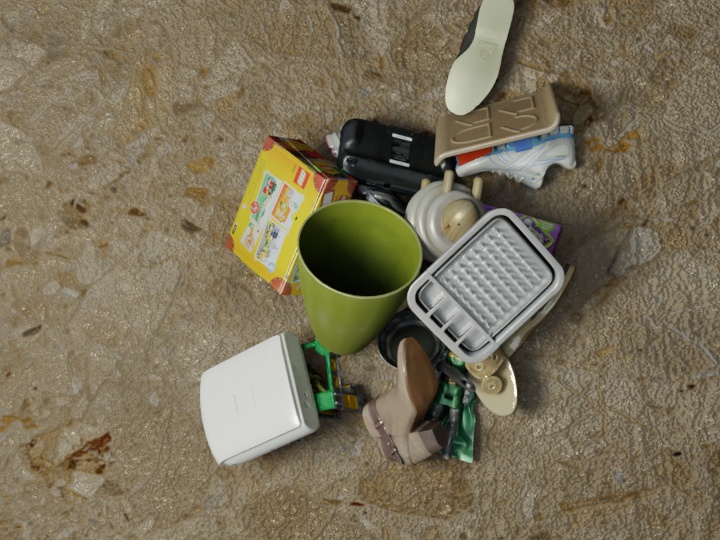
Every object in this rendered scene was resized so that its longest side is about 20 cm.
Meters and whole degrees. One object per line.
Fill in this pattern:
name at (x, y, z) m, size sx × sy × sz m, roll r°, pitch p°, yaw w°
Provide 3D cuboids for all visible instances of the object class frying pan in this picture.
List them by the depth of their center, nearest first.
frying pan at (0.117, 0.125, 1.558) m, size 0.187 × 0.031 × 0.116 m, roll 17°, pitch 60°, yaw 20°

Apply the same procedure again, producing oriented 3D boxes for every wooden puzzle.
wooden puzzle at (0.211, -0.217, 1.498) m, size 0.197 × 0.186 × 0.047 m, roll -17°, pitch 113°, yaw 14°

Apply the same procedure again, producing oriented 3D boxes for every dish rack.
dish rack at (0.178, 0.018, 1.399) m, size 0.200 × 0.044 × 0.172 m, roll -43°, pitch 112°, yaw 9°

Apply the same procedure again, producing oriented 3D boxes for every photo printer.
photo printer at (-0.171, 0.211, 1.545) m, size 0.198 × 0.069 × 0.169 m, roll -26°, pitch 66°, yaw 25°

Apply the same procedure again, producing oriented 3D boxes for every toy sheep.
toy sheep at (0.127, -0.075, 1.476) m, size 0.135 × 0.200 × 0.141 m, roll 1°, pitch 86°, yaw -15°

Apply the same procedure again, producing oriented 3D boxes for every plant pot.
plant pot at (-0.013, 0.031, 1.470) m, size 0.184 × 0.202 × 0.189 m, roll 5°, pitch 49°, yaw -6°

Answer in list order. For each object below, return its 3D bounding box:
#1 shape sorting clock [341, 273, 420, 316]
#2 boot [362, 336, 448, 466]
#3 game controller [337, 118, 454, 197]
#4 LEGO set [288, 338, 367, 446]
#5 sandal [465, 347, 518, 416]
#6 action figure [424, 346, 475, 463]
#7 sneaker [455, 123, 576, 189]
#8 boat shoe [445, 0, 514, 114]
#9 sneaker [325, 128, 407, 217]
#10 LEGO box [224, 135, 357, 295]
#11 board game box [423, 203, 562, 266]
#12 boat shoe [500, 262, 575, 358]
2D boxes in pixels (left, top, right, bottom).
shape sorting clock at (0.000, 0.000, 1.577) m, size 0.196 × 0.039 × 0.204 m, roll -1°, pitch 108°, yaw -2°
boot at (0.058, 0.213, 1.529) m, size 0.145 × 0.070 × 0.203 m, roll -15°, pitch 91°, yaw 48°
game controller at (0.059, -0.176, 1.542) m, size 0.197 × 0.042 × 0.106 m, roll 12°, pitch 67°, yaw -18°
LEGO set at (-0.077, 0.189, 1.604) m, size 0.198 × 0.115 × 0.156 m, roll -27°, pitch 65°, yaw 24°
sandal at (0.182, 0.124, 1.502) m, size 0.077 × 0.069 × 0.215 m, roll -19°, pitch 77°, yaw 32°
action figure at (0.146, 0.199, 1.570) m, size 0.116 × 0.055 × 0.204 m, roll 13°, pitch 90°, yaw 13°
sneaker at (0.250, -0.167, 1.536) m, size 0.197 × 0.075 × 0.088 m, roll -14°, pitch 93°, yaw 12°
boat shoe at (0.191, -0.344, 1.552) m, size 0.073 × 0.063 × 0.204 m, roll 21°, pitch 93°, yaw 0°
sneaker at (0.030, -0.165, 1.582) m, size 0.087 × 0.074 × 0.201 m, roll -39°, pitch 81°, yaw 11°
LEGO box at (-0.112, -0.087, 1.518) m, size 0.148 × 0.077 × 0.202 m, roll 38°, pitch 113°, yaw 32°
board game box at (0.208, -0.039, 1.535) m, size 0.197 × 0.032 × 0.122 m, roll 18°, pitch 86°, yaw 24°
boat shoe at (0.259, 0.058, 1.536) m, size 0.072 × 0.072 × 0.201 m, roll 41°, pitch 104°, yaw 8°
